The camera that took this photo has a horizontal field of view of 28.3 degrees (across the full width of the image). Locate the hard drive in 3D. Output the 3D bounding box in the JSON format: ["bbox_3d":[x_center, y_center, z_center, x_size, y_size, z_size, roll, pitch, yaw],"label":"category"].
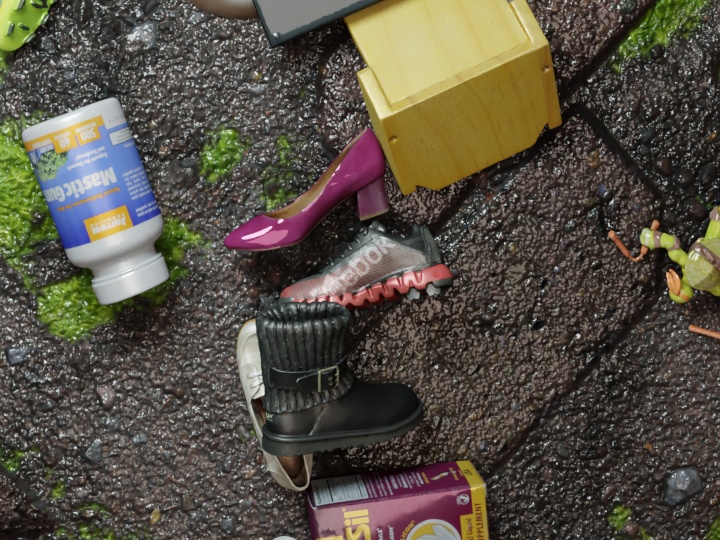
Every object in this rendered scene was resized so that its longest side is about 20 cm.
[{"bbox_3d":[-0.032,-0.342,1.525,0.198,0.033,0.141,-24,96,-3],"label":"hard drive"}]

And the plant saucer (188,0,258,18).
[{"bbox_3d":[-0.130,-0.376,1.545,0.197,0.032,0.204,-1,97,-6],"label":"plant saucer"}]

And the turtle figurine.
[{"bbox_3d":[0.394,-0.025,1.636,0.199,0.064,0.162,38,92,-10],"label":"turtle figurine"}]

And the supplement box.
[{"bbox_3d":[0.043,0.300,1.615,0.197,0.103,0.133,-7,100,-5],"label":"supplement box"}]

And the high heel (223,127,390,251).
[{"bbox_3d":[-0.064,-0.087,1.570,0.198,0.067,0.097,-20,110,-19],"label":"high heel"}]

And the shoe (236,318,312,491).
[{"bbox_3d":[-0.091,0.152,1.605,0.069,0.053,0.203,-16,99,-5],"label":"shoe"}]

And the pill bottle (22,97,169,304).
[{"bbox_3d":[-0.276,-0.072,1.525,0.111,0.112,0.203,-20,98,-4],"label":"pill bottle"}]

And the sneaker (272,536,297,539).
[{"bbox_3d":[-0.116,0.398,1.611,0.074,0.100,0.202,28,92,-7],"label":"sneaker"}]

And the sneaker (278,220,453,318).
[{"bbox_3d":[0.000,0.000,1.591,0.197,0.071,0.099,-14,82,5],"label":"sneaker"}]

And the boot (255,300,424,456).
[{"bbox_3d":[-0.018,0.109,1.561,0.209,0.079,0.160,-8,106,-33],"label":"boot"}]

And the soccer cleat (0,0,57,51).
[{"bbox_3d":[-0.361,-0.335,1.516,0.083,0.065,0.203,20,100,21],"label":"soccer cleat"}]

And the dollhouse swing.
[{"bbox_3d":[0.090,-0.230,1.589,0.198,0.177,0.183,-25,141,-3],"label":"dollhouse swing"}]
